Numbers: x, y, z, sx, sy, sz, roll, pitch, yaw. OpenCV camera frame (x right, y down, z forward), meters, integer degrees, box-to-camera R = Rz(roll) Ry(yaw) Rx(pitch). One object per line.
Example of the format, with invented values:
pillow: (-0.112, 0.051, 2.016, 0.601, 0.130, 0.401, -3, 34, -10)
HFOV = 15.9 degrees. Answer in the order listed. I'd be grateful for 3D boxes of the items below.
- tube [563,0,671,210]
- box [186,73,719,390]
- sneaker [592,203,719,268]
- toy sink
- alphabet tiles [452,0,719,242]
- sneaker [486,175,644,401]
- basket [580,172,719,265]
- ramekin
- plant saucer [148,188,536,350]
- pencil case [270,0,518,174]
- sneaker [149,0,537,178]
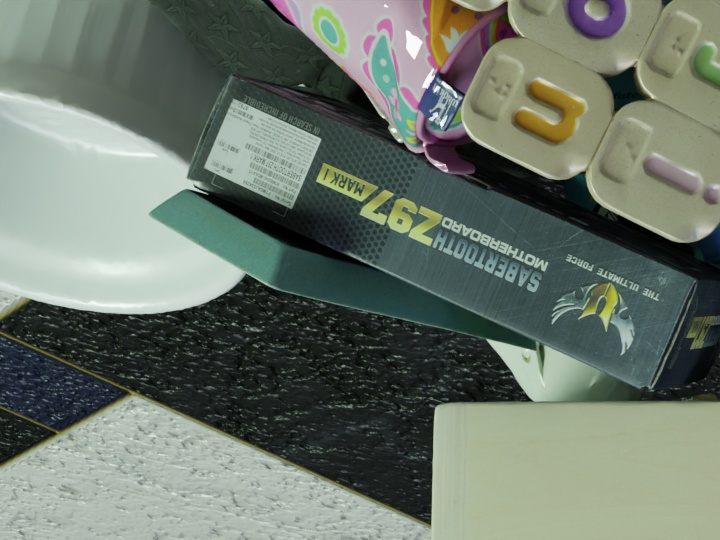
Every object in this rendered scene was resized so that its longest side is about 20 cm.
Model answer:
tube: (0.115, -0.086, 1.123, 0.077, 0.050, 0.200, -10, 148, -1)
box: (0.048, -0.015, 1.026, 0.200, 0.051, 0.158, 25, -173, 13)
sneaker: (0.182, -0.008, 1.173, 0.080, 0.071, 0.200, -38, 133, 24)
toy sink: (0.137, 0.109, 1.047, 0.200, 0.112, 0.130, -1, 168, 13)
alphabet tiles: (0.117, -0.117, 0.892, 0.195, 0.200, 0.015, 25, 177, -1)
sneaker: (0.060, 0.002, 1.159, 0.085, 0.200, 0.073, 19, 110, -32)
basket: (0.142, -0.087, 0.999, 0.200, 0.139, 0.176, 12, 152, 26)
ramekin: (-0.138, -0.069, 1.206, 0.200, 0.098, 0.201, 11, 152, 6)
plant saucer: (0.000, 0.000, 1.038, 0.070, 0.019, 0.200, 29, -171, 33)
pencil case: (-0.013, -0.125, 0.963, 0.200, 0.087, 0.087, 43, 161, 21)
sneaker: (-0.010, -0.100, 1.138, 0.104, 0.060, 0.200, -13, 139, 43)
